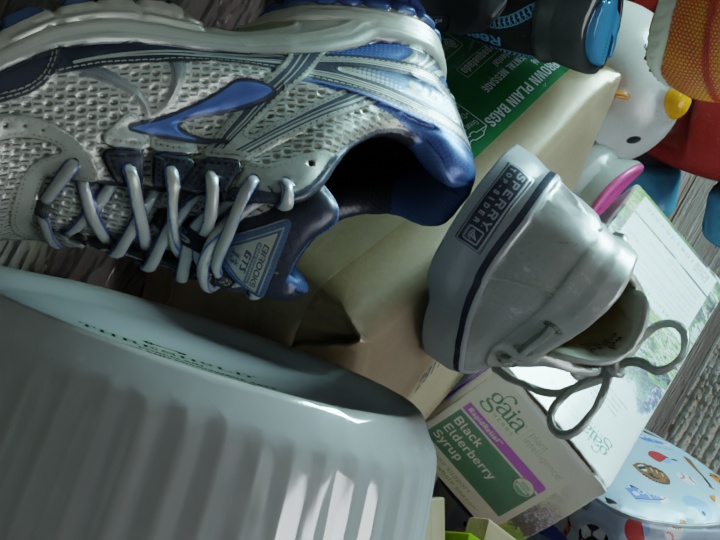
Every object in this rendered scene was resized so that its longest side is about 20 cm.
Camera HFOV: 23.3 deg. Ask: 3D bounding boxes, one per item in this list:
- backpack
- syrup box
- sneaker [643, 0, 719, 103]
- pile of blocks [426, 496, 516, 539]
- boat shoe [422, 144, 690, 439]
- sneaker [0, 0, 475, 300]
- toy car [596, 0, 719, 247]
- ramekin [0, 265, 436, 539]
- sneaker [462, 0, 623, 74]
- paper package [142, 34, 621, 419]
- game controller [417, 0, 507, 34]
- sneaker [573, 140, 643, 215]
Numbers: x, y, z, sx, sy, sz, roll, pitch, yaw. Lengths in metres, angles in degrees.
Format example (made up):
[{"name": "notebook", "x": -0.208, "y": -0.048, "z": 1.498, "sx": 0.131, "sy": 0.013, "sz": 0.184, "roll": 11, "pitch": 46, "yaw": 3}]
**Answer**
[{"name": "backpack", "x": 0.121, "y": 0.163, "z": 0.973, "sx": 0.199, "sy": 0.190, "sz": 0.155, "roll": 14, "pitch": 97, "yaw": -43}, {"name": "syrup box", "x": 0.109, "y": 0.045, "z": 0.895, "sx": 0.081, "sy": 0.079, "sz": 0.200, "roll": -38, "pitch": -174, "yaw": 41}, {"name": "sneaker", "x": 0.199, "y": -0.181, "z": 0.882, "sx": 0.073, "sy": 0.077, "sz": 0.201, "roll": -37, "pitch": 138, "yaw": -48}, {"name": "pile of blocks", "x": -0.005, "y": 0.137, "z": 0.739, "sx": 0.199, "sy": 0.062, "sz": 0.083, "roll": 6, "pitch": 84, "yaw": -50}, {"name": "boat shoe", "x": 0.077, "y": 0.016, "z": 0.637, "sx": 0.075, "sy": 0.086, "sz": 0.202, "roll": -53, "pitch": 170, "yaw": -9}, {"name": "sneaker", "x": -0.047, "y": -0.032, "z": 0.520, "sx": 0.199, "sy": 0.086, "sz": 0.077, "roll": -15, "pitch": 155, "yaw": -28}, {"name": "toy car", "x": 0.170, "y": -0.106, "z": 1.006, "sx": 0.199, "sy": 0.176, "sz": 0.186, "roll": -11, "pitch": 115, "yaw": -48}, {"name": "ramekin", "x": -0.067, "y": 0.065, "z": 0.556, "sx": 0.202, "sy": 0.201, "sz": 0.095, "roll": 9, "pitch": 99, "yaw": -72}, {"name": "sneaker", "x": 0.082, "y": -0.169, "z": 0.730, "sx": 0.073, "sy": 0.081, "sz": 0.201, "roll": 85, "pitch": 20, "yaw": -48}, {"name": "paper package", "x": 0.000, "y": 0.000, "z": 0.745, "sx": 0.200, "sy": 0.103, "sz": 0.191, "roll": -45, "pitch": 164, "yaw": -37}, {"name": "game controller", "x": -0.002, "y": -0.143, "z": 0.535, "sx": 0.042, "sy": 0.104, "sz": 0.200, "roll": -53, "pitch": 162, "yaw": -20}, {"name": "sneaker", "x": 0.084, "y": -0.053, "z": 0.973, "sx": 0.081, "sy": 0.088, "sz": 0.200, "roll": -45, "pitch": -178, "yaw": -18}]
